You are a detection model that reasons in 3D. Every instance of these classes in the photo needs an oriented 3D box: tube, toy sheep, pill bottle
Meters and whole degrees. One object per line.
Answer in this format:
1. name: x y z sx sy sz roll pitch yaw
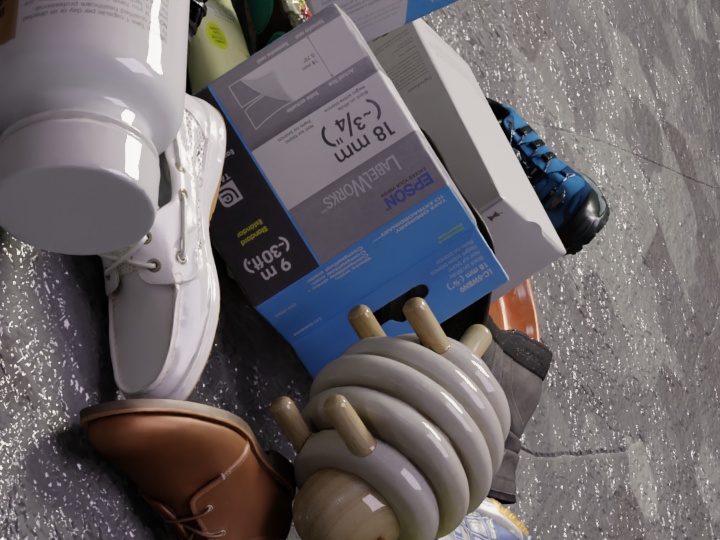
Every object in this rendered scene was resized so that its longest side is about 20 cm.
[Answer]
1. tube: -0.083 -0.095 1.437 0.058 0.052 0.200 131 -52 -67
2. toy sheep: 0.025 0.096 1.324 0.200 0.138 0.138 -47 120 -33
3. pill bottle: -0.154 -0.116 1.223 0.114 0.114 0.200 42 39 -48

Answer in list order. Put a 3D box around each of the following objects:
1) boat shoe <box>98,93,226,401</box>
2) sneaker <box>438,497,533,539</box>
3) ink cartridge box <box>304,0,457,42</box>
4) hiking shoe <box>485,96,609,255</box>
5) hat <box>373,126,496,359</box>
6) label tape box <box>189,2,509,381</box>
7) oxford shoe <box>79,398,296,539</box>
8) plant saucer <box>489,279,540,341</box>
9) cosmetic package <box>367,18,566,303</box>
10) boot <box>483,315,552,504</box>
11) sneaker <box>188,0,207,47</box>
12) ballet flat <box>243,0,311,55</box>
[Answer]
1. boat shoe: -0.125 -0.017 1.268 0.069 0.071 0.200 32 52 -50
2. sneaker: 0.052 0.188 1.523 0.200 0.075 0.088 47 42 -28
3. ink cartridge box: -0.009 -0.257 1.443 0.067 0.116 0.200 -96 162 -77
4. hiking shoe: 0.128 -0.078 1.785 0.087 0.074 0.200 38 7 -34
5. hat: 0.000 0.000 1.445 0.081 0.201 0.201 -9 82 -35
6. label tape box: -0.019 -0.042 1.357 0.200 0.144 0.063 58 4 3
7. oxford shoe: -0.092 0.124 1.256 0.200 0.071 0.071 39 46 -52
8. plant saucer: 0.086 0.019 1.730 0.200 0.032 0.201 42 39 -48
9. cosmetic package: 0.061 -0.083 1.610 0.108 0.085 0.200 39 23 -50
10. boot: 0.057 0.089 1.581 0.200 0.070 0.132 27 69 -31
11. sneaker: -0.117 -0.200 1.381 0.076 0.087 0.200 35 45 -53
12. ballet flat: -0.043 -0.153 1.514 0.064 0.076 0.200 8 63 -26
